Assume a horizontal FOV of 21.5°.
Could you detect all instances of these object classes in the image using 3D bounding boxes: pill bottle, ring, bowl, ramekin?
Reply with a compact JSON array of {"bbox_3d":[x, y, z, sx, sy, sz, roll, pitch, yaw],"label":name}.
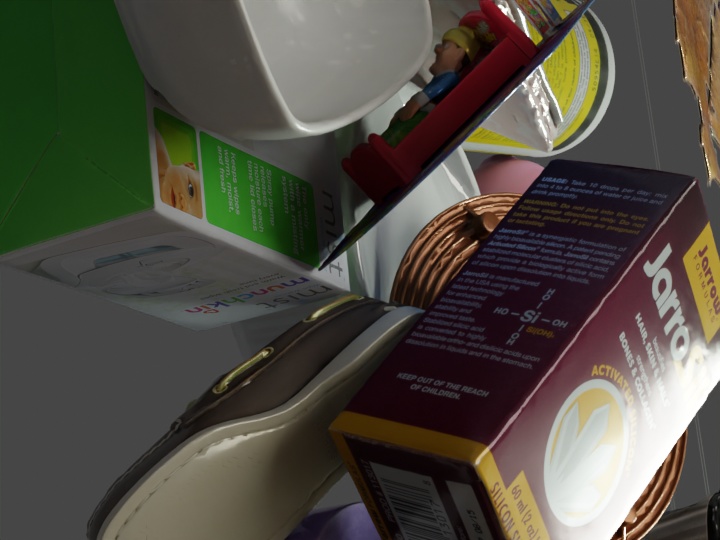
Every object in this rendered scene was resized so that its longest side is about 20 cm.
[{"bbox_3d":[0.069,-0.133,1.215,0.200,0.114,0.115,0,78,-54],"label":"pill bottle"},{"bbox_3d":[0.099,0.052,0.987,0.200,0.019,0.201,14,64,-30],"label":"ring"},{"bbox_3d":[-0.052,-0.155,0.805,0.200,0.074,0.201,-40,112,-62],"label":"bowl"},{"bbox_3d":[0.000,0.000,1.046,0.202,0.094,0.203,40,44,-53],"label":"ramekin"}]

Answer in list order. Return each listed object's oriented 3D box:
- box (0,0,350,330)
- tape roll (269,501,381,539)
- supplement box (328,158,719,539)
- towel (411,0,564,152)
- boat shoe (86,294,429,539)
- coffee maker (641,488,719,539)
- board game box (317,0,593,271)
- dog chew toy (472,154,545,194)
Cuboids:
[{"bbox_3d":[-0.094,-0.089,0.884,0.176,0.096,0.201,24,56,-58],"label":"box"},{"bbox_3d":[-0.020,0.216,0.907,0.200,0.085,0.201,40,43,-52],"label":"tape roll"},{"bbox_3d":[0.088,0.053,0.885,0.200,0.085,0.111,-49,131,-32],"label":"supplement box"},{"bbox_3d":[0.010,-0.154,1.022,0.032,0.190,0.200,-56,149,-16],"label":"towel"},{"bbox_3d":[-0.047,0.076,0.875,0.200,0.059,0.072,-36,123,-24],"label":"boat shoe"},{"bbox_3d":[0.151,0.239,1.132,0.135,0.199,0.193,-42,117,-62],"label":"coffee maker"},{"bbox_3d":[0.036,-0.081,0.890,0.039,0.158,0.200,46,27,-3],"label":"board game box"},{"bbox_3d":[0.111,0.015,1.261,0.124,0.124,0.201,35,40,-56],"label":"dog chew toy"}]
